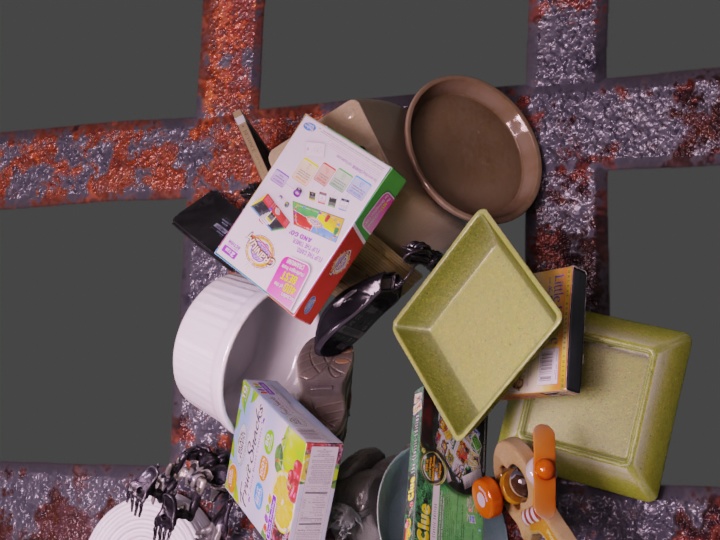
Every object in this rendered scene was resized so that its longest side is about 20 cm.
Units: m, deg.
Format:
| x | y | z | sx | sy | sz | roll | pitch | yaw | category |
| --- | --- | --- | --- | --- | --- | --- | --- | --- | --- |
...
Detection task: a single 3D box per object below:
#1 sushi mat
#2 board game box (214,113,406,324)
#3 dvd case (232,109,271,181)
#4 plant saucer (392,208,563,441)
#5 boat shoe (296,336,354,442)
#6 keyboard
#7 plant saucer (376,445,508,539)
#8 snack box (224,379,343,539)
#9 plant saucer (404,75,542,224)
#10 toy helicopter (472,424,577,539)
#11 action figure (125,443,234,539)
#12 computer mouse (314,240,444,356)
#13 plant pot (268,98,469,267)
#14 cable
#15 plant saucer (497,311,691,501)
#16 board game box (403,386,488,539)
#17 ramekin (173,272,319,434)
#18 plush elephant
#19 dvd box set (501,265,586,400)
| x | y | z | sx | sy | sz | roll | pitch | yaw | category |
| --- | --- | --- | --- | --- | --- | --- | --- | --- | --- |
| 0.000 | 0.000 | 1.395 | 0.095 | 0.200 | 0.012 | -40 | 55 | 9 | sushi mat |
| -0.061 | -0.062 | 1.308 | 0.153 | 0.040 | 0.201 | 35 | 92 | 34 | board game box |
| -0.106 | -0.100 | 1.483 | 0.016 | 0.149 | 0.202 | -27 | 70 | 3 | dvd case |
| 0.144 | 0.065 | 1.327 | 0.200 | 0.048 | 0.201 | -53 | 43 | 23 | plant saucer |
| -0.046 | 0.157 | 1.411 | 0.073 | 0.074 | 0.201 | 3 | 34 | 5 | boat shoe |
| -0.166 | -0.065 | 1.523 | 0.127 | 0.021 | 0.200 | -37 | 39 | -16 | keyboard |
| 0.088 | 0.306 | 1.316 | 0.039 | 0.199 | 0.203 | -34 | 65 | 43 | plant saucer |
| -0.093 | 0.228 | 1.302 | 0.200 | 0.052 | 0.144 | 32 | 112 | 60 | snack box |
| 0.138 | -0.148 | 1.404 | 0.029 | 0.198 | 0.203 | -38 | 59 | 57 | plant saucer |
| 0.207 | 0.263 | 1.239 | 0.078 | 0.133 | 0.201 | -12 | 43 | -24 | toy helicopter |
| -0.213 | 0.283 | 1.425 | 0.118 | 0.199 | 0.103 | 35 | 107 | 22 | action figure |
| 0.025 | 0.031 | 1.410 | 0.200 | 0.140 | 0.046 | -45 | 65 | 16 | computer mouse |
| -0.006 | -0.104 | 1.430 | 0.198 | 0.177 | 0.202 | -30 | 69 | 12 | plant pot |
| -0.279 | 0.395 | 1.484 | 0.198 | 0.069 | 0.202 | -24 | 71 | 15 | cable |
| 0.270 | 0.149 | 1.331 | 0.198 | 0.048 | 0.202 | 12 | 83 | 23 | plant saucer |
| 0.102 | 0.245 | 1.319 | 0.023 | 0.104 | 0.202 | -34 | 38 | 43 | board game box |
| -0.147 | 0.101 | 1.433 | 0.097 | 0.200 | 0.203 | 19 | 85 | 30 | ramekin |
| -0.020 | 0.304 | 1.362 | 0.154 | 0.199 | 0.167 | -20 | 72 | 38 | plush elephant |
| 0.180 | 0.080 | 1.343 | 0.199 | 0.029 | 0.148 | -13 | 65 | 48 | dvd box set |
